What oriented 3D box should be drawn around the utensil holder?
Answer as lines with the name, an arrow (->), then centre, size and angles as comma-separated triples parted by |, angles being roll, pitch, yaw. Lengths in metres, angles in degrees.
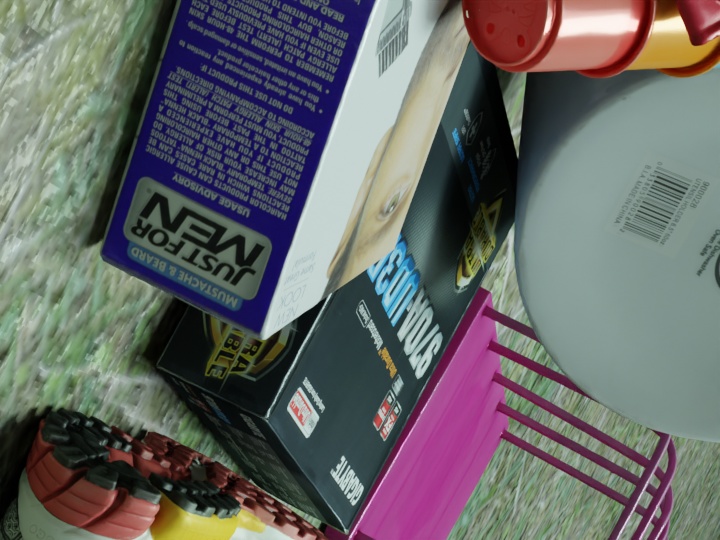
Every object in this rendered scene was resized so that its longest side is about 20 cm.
utensil holder -> 0.143, -0.052, 0.972 | 0.200, 0.169, 0.171 | -79, -175, -59

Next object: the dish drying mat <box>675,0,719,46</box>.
dish drying mat -> 0.092, -0.172, 0.727 | 0.077, 0.018, 0.201 | -32, 109, -34

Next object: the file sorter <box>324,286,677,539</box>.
file sorter -> 0.079, 0.126, 1.238 | 0.140, 0.125, 0.200 | -59, 164, -16

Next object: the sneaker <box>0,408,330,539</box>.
sneaker -> -0.070, 0.101, 0.830 | 0.083, 0.078, 0.200 | -60, 155, 2

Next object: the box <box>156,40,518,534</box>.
box -> 0.000, 0.000, 0.926 | 0.160, 0.046, 0.200 | -61, 165, -12

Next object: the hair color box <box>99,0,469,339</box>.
hair color box -> -0.002, -0.091, 0.744 | 0.109, 0.064, 0.201 | -34, 149, -63

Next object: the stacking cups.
stacking cups -> 0.115, -0.092, 0.791 | 0.199, 0.060, 0.061 | -4, 123, -43
